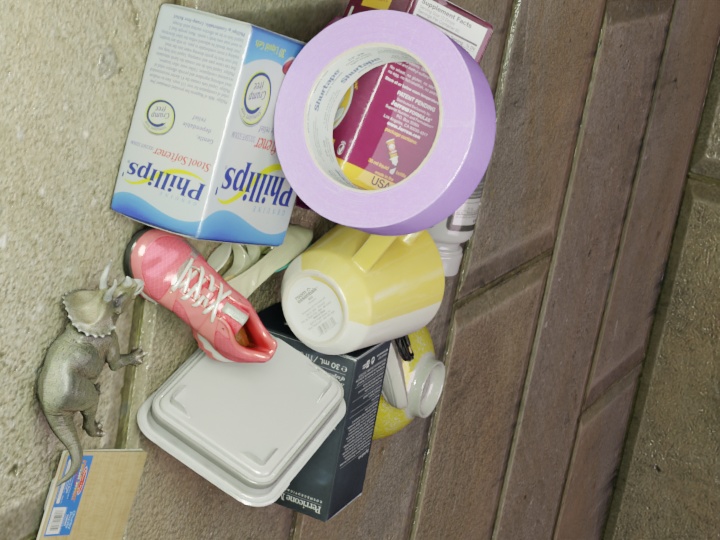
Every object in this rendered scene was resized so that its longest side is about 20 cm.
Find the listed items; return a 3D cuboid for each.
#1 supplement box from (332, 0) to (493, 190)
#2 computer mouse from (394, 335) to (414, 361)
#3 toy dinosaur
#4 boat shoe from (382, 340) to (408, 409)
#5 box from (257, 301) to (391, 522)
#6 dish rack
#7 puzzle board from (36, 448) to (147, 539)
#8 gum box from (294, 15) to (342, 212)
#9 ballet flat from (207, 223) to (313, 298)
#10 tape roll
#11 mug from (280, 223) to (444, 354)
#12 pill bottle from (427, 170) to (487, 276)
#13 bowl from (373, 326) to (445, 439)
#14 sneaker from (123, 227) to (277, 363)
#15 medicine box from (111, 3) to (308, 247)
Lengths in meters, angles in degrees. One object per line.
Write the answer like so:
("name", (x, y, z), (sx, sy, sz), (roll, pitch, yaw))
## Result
("supplement box", (0.027, -0.179, 1.579), (0.103, 0.131, 0.201), (22, 93, -30))
("computer mouse", (0.034, 0.017, 1.955), (0.059, 0.034, 0.201), (-77, 146, -77))
("toy dinosaur", (-0.259, 0.092, 1.438), (0.102, 0.077, 0.201), (39, 75, -53))
("boat shoe", (0.008, 0.095, 1.977), (0.072, 0.068, 0.201), (-96, 167, -55))
("box", (-0.065, 0.158, 1.797), (0.107, 0.147, 0.202), (-27, 130, -63))
("dish rack", (-0.116, 0.136, 1.640), (0.200, 0.171, 0.044), (-47, 166, -47))
("puzzle board", (-0.283, 0.273, 1.561), (0.150, 0.017, 0.202), (14, 92, -66))
("gum box", (-0.024, -0.175, 1.761), (0.114, 0.066, 0.201), (-50, 148, -46))
("ballet flat", (-0.118, -0.014, 1.679), (0.200, 0.069, 0.070), (-46, 146, -45))
("tape roll", (0.022, -0.135, 1.460), (0.066, 0.199, 0.202), (13, 95, -67))
("mug", (-0.007, 0.003, 1.694), (0.153, 0.148, 0.188), (-26, 128, -54))
("pill bottle", (0.101, -0.103, 2.039), (0.114, 0.113, 0.202), (-16, 121, -63))
("bowl", (0.049, 0.142, 2.108), (0.200, 0.107, 0.202), (-46, 145, -46))
("sneaker", (-0.148, 0.025, 1.544), (0.200, 0.086, 0.074), (47, 68, -39))
("medicine box", (-0.129, -0.134, 1.507), (0.182, 0.102, 0.202), (3, 103, -67))
